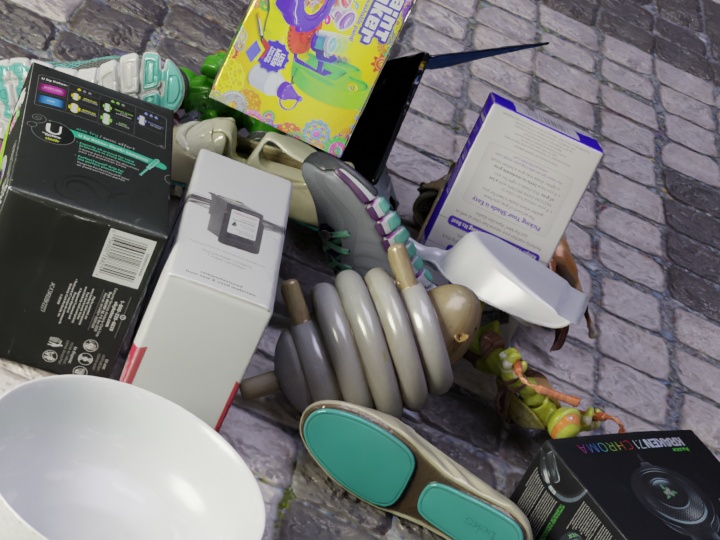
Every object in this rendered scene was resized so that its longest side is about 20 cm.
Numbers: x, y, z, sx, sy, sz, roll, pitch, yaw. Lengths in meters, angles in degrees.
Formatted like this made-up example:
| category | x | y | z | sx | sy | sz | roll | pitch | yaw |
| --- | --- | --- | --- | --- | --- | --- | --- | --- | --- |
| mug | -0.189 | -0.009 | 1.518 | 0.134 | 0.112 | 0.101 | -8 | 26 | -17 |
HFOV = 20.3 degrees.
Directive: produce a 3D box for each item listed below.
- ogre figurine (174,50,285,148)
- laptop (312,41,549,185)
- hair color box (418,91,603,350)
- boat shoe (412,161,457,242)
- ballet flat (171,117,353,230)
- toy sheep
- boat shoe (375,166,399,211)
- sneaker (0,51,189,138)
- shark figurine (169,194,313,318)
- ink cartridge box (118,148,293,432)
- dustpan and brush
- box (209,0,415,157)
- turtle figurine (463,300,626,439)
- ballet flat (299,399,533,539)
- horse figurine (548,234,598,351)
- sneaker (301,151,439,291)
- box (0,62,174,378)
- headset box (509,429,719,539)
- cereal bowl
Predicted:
| category | x | y | z | sx | sy | sz | roll | pitch | yaw |
| --- | --- | --- | --- | --- | --- | --- | --- | --- | --- |
| ogre figurine | -0.148 | -0.141 | 1.828 | 0.200 | 0.098 | 0.120 | 1 | 25 | 29 |
| laptop | 0.044 | -0.137 | 1.828 | 0.116 | 0.200 | 0.187 | 29 | -15 | -25 |
| hair color box | 0.121 | -0.043 | 1.774 | 0.109 | 0.200 | 0.065 | 25 | 12 | -5 |
| boat shoe | 0.083 | -0.059 | 1.910 | 0.066 | 0.074 | 0.200 | 8 | 23 | 0 |
| ballet flat | -0.098 | -0.095 | 1.704 | 0.200 | 0.070 | 0.069 | 18 | 28 | 4 |
| toy sheep | 0.000 | 0.059 | 1.570 | 0.200 | 0.138 | 0.138 | -19 | 37 | 1 |
| boat shoe | -0.002 | -0.067 | 1.870 | 0.072 | 0.070 | 0.201 | 47 | 21 | -12 |
| sneaker | -0.239 | -0.151 | 1.743 | 0.200 | 0.078 | 0.091 | 1 | 8 | 12 |
| shark figurine | -0.077 | -0.007 | 1.672 | 0.214 | 0.090 | 0.128 | 26 | 29 | 1 |
| ink cartridge box | -0.118 | 0.021 | 1.522 | 0.083 | 0.145 | 0.200 | 20 | 29 | -8 |
| dustpan and brush | 0.092 | -0.003 | 1.694 | 0.200 | 0.057 | 0.140 | 36 | 14 | 3 |
| box | -0.029 | -0.219 | 1.690 | 0.122 | 0.200 | 0.193 | 25 | 8 | -7 |
| turtle figurine | 0.141 | 0.101 | 1.696 | 0.161 | 0.064 | 0.200 | 47 | 9 | 38 |
| ballet flat | 0.044 | 0.157 | 1.527 | 0.200 | 0.070 | 0.069 | 35 | 28 | 0 |
| horse figurine | 0.173 | -0.013 | 1.874 | 0.200 | 0.050 | 0.133 | -98 | 164 | -55 |
| sneaker | 0.000 | 0.000 | 1.638 | 0.200 | 0.088 | 0.074 | 54 | -19 | -19 |
| box | -0.223 | -0.037 | 1.525 | 0.124 | 0.149 | 0.200 | 18 | 29 | -15 |
| headset box | 0.237 | 0.225 | 1.545 | 0.174 | 0.093 | 0.200 | 1 | 38 | -39 |
| cereal bowl | -0.166 | 0.162 | 1.311 | 0.200 | 0.083 | 0.200 | 20 | 29 | -12 |
